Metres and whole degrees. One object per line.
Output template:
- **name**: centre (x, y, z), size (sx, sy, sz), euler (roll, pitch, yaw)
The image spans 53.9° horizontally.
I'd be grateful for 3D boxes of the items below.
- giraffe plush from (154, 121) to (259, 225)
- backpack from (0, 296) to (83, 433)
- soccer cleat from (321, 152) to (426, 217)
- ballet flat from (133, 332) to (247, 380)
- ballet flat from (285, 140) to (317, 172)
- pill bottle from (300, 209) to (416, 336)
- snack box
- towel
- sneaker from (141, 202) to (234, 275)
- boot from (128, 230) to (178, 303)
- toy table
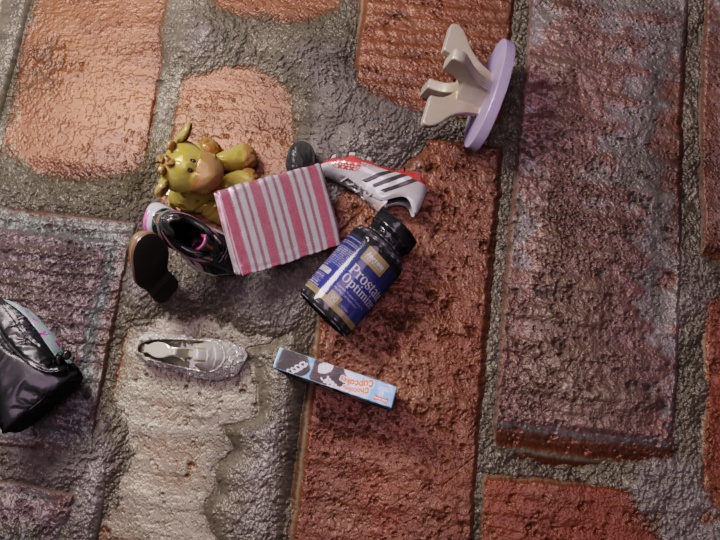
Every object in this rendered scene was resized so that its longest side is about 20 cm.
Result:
- **giraffe plush**: centre (-0.278, -0.167, 1.213), size (0.194, 0.162, 0.178), euler (-8, 77, 0)
- **backpack**: centre (-0.575, 0.149, 1.177), size (0.166, 0.127, 0.201), euler (-38, 77, -18)
- **soccer cleat**: centre (0.019, -0.148, 1.246), size (0.194, 0.069, 0.087), euler (12, 74, 1)
- **ballet flat**: centre (-0.292, 0.144, 1.195), size (0.194, 0.072, 0.074), euler (6, 77, 3)
- **ballet flat**: centre (-0.101, -0.129, 1.263), size (0.065, 0.057, 0.206), euler (2, 82, -20)
- **pill bottle**: centre (0.000, 0.000, 1.189), size (0.111, 0.112, 0.201), euler (40, 82, 10)
- **snack box**: centre (-0.037, 0.178, 1.148), size (0.195, 0.116, 0.038), euler (18, 78, 7)
- **towel**: centre (-0.138, -0.088, 1.205), size (0.195, 0.030, 0.150), euler (-18, 100, -18)
- **sneaker**: centre (-0.265, -0.040, 1.177), size (0.085, 0.198, 0.082), euler (17, 84, 47)
- **boot**: centre (-0.357, -0.016, 1.166), size (0.075, 0.201, 0.074), euler (41, 68, 13)
- **toy table**: centre (0.182, -0.323, 1.233), size (0.114, 0.184, 0.205), euler (19, 70, -10)
